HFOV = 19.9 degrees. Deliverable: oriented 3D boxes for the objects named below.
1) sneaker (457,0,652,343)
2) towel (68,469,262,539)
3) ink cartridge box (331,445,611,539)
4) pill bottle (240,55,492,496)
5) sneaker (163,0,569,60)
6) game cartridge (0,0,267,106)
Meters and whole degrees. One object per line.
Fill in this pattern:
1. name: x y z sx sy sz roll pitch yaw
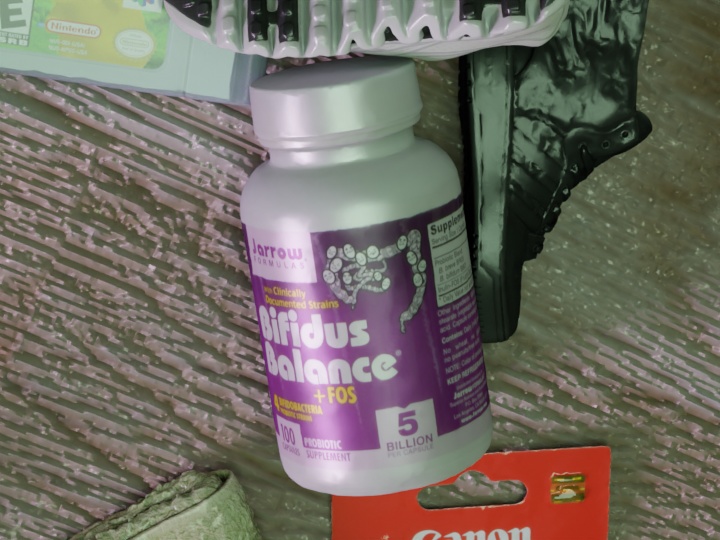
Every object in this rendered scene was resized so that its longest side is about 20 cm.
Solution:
1. sneaker: 0.104 -0.064 1.047 0.103 0.060 0.202 -3 99 -5
2. towel: -0.126 0.206 1.077 0.199 0.036 0.149 -28 106 -3
3. ink cartridge box: 0.064 0.201 1.104 0.158 0.047 0.202 -3 105 -9
4. pill bottle: 0.000 0.000 1.015 0.111 0.112 0.202 -11 104 -7
5. sneaker: 0.004 -0.128 0.972 0.198 0.081 0.076 2 80 11
6. game cartridge: -0.136 -0.159 0.998 0.198 0.040 0.135 7 97 -12
